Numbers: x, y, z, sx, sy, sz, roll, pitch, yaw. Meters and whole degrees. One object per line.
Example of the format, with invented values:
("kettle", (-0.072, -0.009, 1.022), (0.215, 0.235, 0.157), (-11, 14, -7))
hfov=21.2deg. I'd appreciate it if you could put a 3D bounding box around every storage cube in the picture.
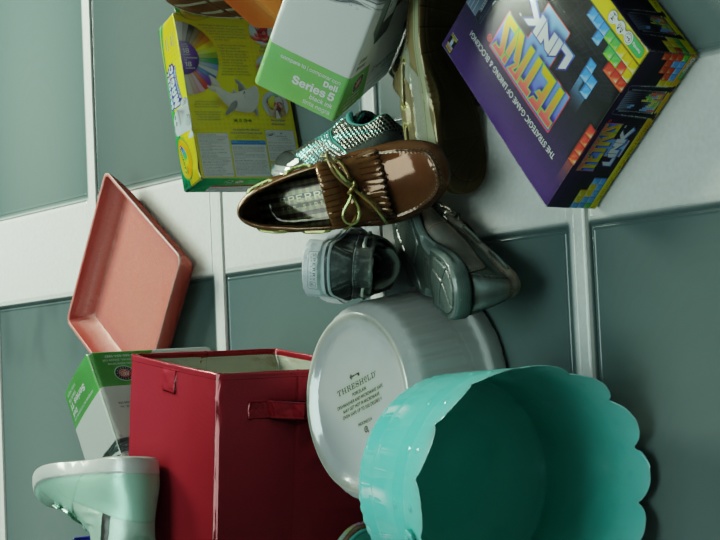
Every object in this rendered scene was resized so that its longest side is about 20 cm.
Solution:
("storage cube", (-0.107, 0.172, 1.812), (0.200, 0.171, 0.180), (8, 97, 55))

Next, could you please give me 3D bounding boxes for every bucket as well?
("bucket", (0.105, 0.169, 1.487), (0.135, 0.207, 0.208), (175, 94, -65))

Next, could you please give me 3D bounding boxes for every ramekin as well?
("ramekin", (0.034, 0.114, 1.676), (0.202, 0.094, 0.203), (1, 92, 55))

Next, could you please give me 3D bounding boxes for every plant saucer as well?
("plant saucer", (-0.252, 0.023, 2.139), (0.200, 0.037, 0.200), (45, 125, 45))

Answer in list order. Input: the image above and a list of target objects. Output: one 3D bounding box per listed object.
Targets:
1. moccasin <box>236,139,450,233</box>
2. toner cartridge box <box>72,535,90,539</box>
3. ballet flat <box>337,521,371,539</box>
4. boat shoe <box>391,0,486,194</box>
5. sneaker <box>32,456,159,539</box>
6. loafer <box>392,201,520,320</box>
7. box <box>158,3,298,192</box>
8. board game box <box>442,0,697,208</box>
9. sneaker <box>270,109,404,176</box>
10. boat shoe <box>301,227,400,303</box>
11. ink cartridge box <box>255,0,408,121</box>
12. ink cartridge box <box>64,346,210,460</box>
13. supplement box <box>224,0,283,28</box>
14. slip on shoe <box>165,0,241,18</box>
("moccasin", (-0.016, -0.069, 1.638), (0.201, 0.078, 0.074), (-4, 100, 31))
("toner cartridge box", (-0.253, 0.385, 2.090), (0.043, 0.095, 0.200), (-50, 50, 44))
("ballet flat", (-0.010, 0.327, 1.775), (0.071, 0.069, 0.200), (-170, 81, -74))
("boat shoe", (0.059, -0.163, 1.656), (0.066, 0.074, 0.200), (-8, 84, 50))
("sneaker", (-0.256, 0.241, 1.816), (0.200, 0.074, 0.118), (-16, 71, 55))
("loafer", (0.079, -0.011, 1.644), (0.200, 0.063, 0.072), (-123, 28, -63))
("box", (-0.131, -0.177, 1.891), (0.048, 0.117, 0.200), (-30, 65, 56))
("board game box", (0.160, -0.176, 1.527), (0.165, 0.057, 0.200), (-59, 45, 35))
("sneaker", (-0.012, -0.105, 1.777), (0.200, 0.078, 0.091), (11, 73, 60))
("boat shoe", (0.000, 0.000, 1.694), (0.200, 0.071, 0.072), (-32, -53, -78))
("ink cartridge box", (-0.001, -0.251, 1.668), (0.084, 0.146, 0.200), (27, 120, 9))
("ink cartridge box", (-0.202, 0.184, 1.970), (0.083, 0.146, 0.200), (-53, 48, 43))
("supplement box", (-0.051, -0.317, 1.738), (0.069, 0.067, 0.200), (9, 65, 58))
("slip on shoe", (-0.095, -0.290, 1.828), (0.200, 0.076, 0.061), (-8, 66, 25))
